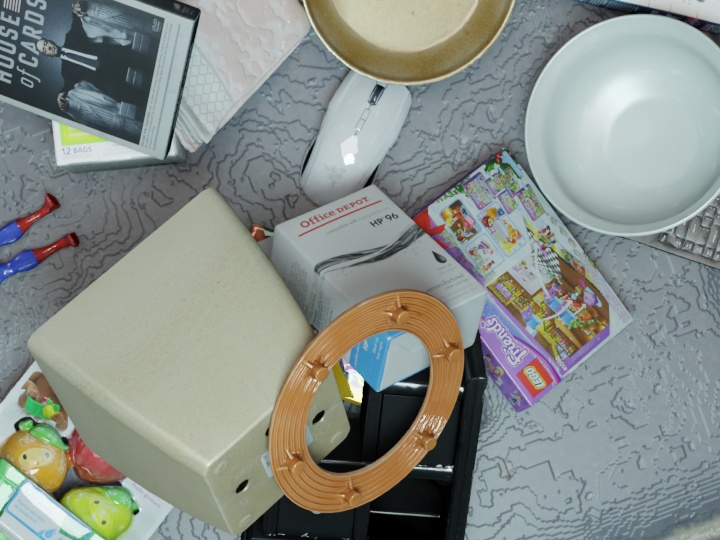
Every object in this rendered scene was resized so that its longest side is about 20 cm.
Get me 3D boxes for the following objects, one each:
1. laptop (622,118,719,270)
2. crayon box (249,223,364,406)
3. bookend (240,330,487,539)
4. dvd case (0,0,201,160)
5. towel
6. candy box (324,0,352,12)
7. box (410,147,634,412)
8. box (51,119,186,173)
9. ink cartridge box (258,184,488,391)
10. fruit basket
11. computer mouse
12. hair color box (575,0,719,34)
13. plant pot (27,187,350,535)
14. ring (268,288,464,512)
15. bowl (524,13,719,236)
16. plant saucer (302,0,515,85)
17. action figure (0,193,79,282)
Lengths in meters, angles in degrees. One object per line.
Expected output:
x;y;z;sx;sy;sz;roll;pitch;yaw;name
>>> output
0.349;-0.089;1.657;0.199;0.103;0.179;19;89;0;laptop
-0.025;0.048;1.680;0.199;0.051;0.128;18;89;-1;crayon box
0.001;0.152;1.615;0.197;0.092;0.201;5;115;-4;bookend
-0.242;-0.189;1.549;0.199;0.025;0.151;19;130;2;dvd case
-0.146;-0.238;1.614;0.200;0.032;0.191;54;53;-26;towel
0.022;-0.324;1.682;0.199;0.056;0.117;-26;91;1;candy box
0.137;0.008;1.665;0.137;0.039;0.201;-36;90;-23;box
-0.224;-0.195;1.656;0.112;0.101;0.202;-5;89;-1;box
0.000;0.000;1.588;0.116;0.068;0.200;-24;53;-33;ink cartridge box
-0.254;0.180;1.653;0.185;0.094;0.200;41;80;-10;fruit basket
0.010;-0.147;1.685;0.109;0.044;0.201;26;89;-1;computer mouse
0.257;-0.287;1.680;0.198;0.061;0.101;13;89;0;hair color box
-0.122;0.095;1.506;0.200;0.200;0.177;-40;62;-15;plant pot
0.011;0.109;1.472;0.019;0.200;0.201;35;89;42;ring
0.255;-0.122;1.648;0.200;0.090;0.203;-4;80;23;bowl
0.042;-0.268;1.639;0.198;0.035;0.202;-2;103;-7;plant saucer
-0.359;0.002;1.658;0.199;0.099;0.066;-30;89;2;action figure
